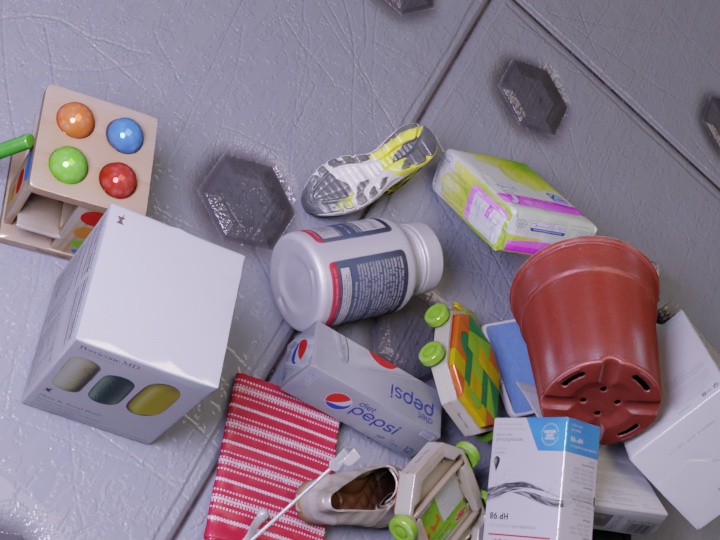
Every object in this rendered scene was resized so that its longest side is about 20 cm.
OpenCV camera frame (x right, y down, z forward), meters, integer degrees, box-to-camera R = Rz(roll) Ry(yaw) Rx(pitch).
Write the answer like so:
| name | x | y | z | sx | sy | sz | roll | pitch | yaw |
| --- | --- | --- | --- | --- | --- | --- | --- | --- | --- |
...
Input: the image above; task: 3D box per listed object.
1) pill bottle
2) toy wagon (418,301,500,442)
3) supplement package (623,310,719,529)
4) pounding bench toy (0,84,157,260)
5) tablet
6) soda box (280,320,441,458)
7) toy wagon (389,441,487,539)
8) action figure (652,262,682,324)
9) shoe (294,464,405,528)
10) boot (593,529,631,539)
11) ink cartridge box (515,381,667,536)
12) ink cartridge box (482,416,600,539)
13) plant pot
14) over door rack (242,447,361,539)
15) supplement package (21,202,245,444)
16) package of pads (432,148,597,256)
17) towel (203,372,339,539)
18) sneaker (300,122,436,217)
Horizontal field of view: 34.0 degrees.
| name | x | y | z | sx | sy | sz | roll | pitch | yaw |
| --- | --- | --- | --- | --- | --- | --- | --- | --- | --- |
| pill bottle | 0.000 | 0.000 | 1.442 | 0.198 | 0.119 | 0.121 | -11 | 74 | -36 |
| toy wagon | 0.132 | 0.111 | 1.486 | 0.156 | 0.039 | 0.202 | 54 | 30 | -31 |
| supplement package | 0.429 | 0.191 | 1.537 | 0.151 | 0.151 | 0.201 | 44 | 16 | -19 |
| pounding bench toy | -0.335 | -0.111 | 1.256 | 0.197 | 0.156 | 0.126 | 16 | 61 | -25 |
| tablet | 0.257 | 0.124 | 1.616 | 0.198 | 0.014 | 0.132 | -7 | 72 | -35 |
| soda box | 0.004 | 0.142 | 1.393 | 0.199 | 0.063 | 0.069 | 32 | 42 | -24 |
| toy wagon | 0.103 | 0.306 | 1.381 | 0.155 | 0.039 | 0.203 | -39 | 116 | -44 |
| action figure | 0.404 | 0.043 | 1.692 | 0.119 | 0.101 | 0.202 | 44 | 50 | -26 |
| shoe | 0.014 | 0.261 | 1.355 | 0.198 | 0.053 | 0.071 | 3 | 71 | -45 |
| boot | 0.265 | 0.331 | 1.481 | 0.166 | 0.076 | 0.203 | 20 | 52 | -28 |
| ink cartridge box | 0.279 | 0.238 | 1.492 | 0.160 | 0.050 | 0.201 | 16 | 31 | -36 |
| ink cartridge box | 0.209 | 0.277 | 1.376 | 0.066 | 0.115 | 0.203 | 20 | 71 | -39 |
| plant pot | 0.292 | 0.097 | 1.481 | 0.199 | 0.201 | 0.197 | 27 | 37 | -19 |
| over door rack | -0.042 | 0.303 | 1.258 | 0.199 | 0.067 | 0.148 | -38 | 98 | -1 |
| supplement package | -0.235 | 0.062 | 1.211 | 0.150 | 0.200 | 0.153 | 22 | 58 | -21 |
| package of pads | 0.200 | -0.088 | 1.587 | 0.152 | 0.069 | 0.200 | 8 | 25 | -30 |
| towel | -0.097 | 0.230 | 1.334 | 0.143 | 0.022 | 0.203 | 22 | 58 | -23 |
| sneaker | 0.012 | -0.115 | 1.536 | 0.198 | 0.085 | 0.075 | -27 | 75 | -16 |
